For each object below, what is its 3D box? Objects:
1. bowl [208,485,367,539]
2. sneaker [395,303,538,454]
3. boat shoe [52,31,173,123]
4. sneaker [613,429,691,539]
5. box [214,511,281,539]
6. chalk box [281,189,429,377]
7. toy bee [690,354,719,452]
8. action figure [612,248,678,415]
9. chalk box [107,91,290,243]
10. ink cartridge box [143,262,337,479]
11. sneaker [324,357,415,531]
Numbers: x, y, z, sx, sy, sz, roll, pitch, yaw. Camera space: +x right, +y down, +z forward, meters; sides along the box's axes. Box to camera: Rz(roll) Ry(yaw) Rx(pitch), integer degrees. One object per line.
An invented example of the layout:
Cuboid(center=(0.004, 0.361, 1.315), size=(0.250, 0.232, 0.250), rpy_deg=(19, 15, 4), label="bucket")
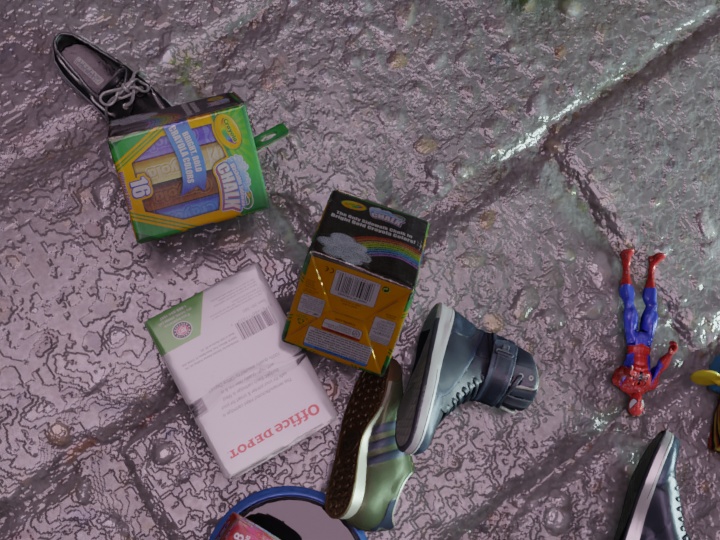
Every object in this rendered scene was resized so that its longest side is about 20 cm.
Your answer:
Cuboid(center=(-0.080, 0.345, 1.186), size=(0.198, 0.039, 0.203), rpy_deg=(1, 79, -6), label="bowl")
Cuboid(center=(0.125, 0.143, 1.195), size=(0.145, 0.077, 0.203), rpy_deg=(28, 48, -7), label="sneaker")
Cuboid(center=(-0.284, -0.213, 1.258), size=(0.199, 0.068, 0.074), rpy_deg=(44, 78, 3), label="boat shoe")
Cuboid(center=(0.376, 0.300, 1.222), size=(0.145, 0.077, 0.204), rpy_deg=(17, 87, 9), label="sneaker")
Cuboid(center=(-0.114, 0.312, 1.065), size=(0.095, 0.200, 0.100), rpy_deg=(32, 77, -1), label="box")
Cuboid(center=(0.000, 0.000, 1.203), size=(0.124, 0.200, 0.125), rpy_deg=(19, 121, 0), label="chalk box")
Cuboid(center=(0.459, 0.119, 1.260), size=(0.129, 0.109, 0.202), rpy_deg=(-7, 80, -6), label="toy bee")
Cuboid(center=(0.342, 0.072, 1.264), size=(0.065, 0.099, 0.202), rpy_deg=(6, 80, -4), label="action figure")
Cuboid(center=(-0.177, -0.127, 1.208), size=(0.198, 0.124, 0.125), rpy_deg=(-14, 108, -9), label="chalk box")
Cuboid(center=(-0.135, 0.117, 1.201), size=(0.145, 0.084, 0.201), rpy_deg=(-27, 83, -11), label="ink cartridge box")
Cuboid(center=(0.025, 0.205, 1.219), size=(0.090, 0.067, 0.202), rpy_deg=(33, 59, -29), label="sneaker")
